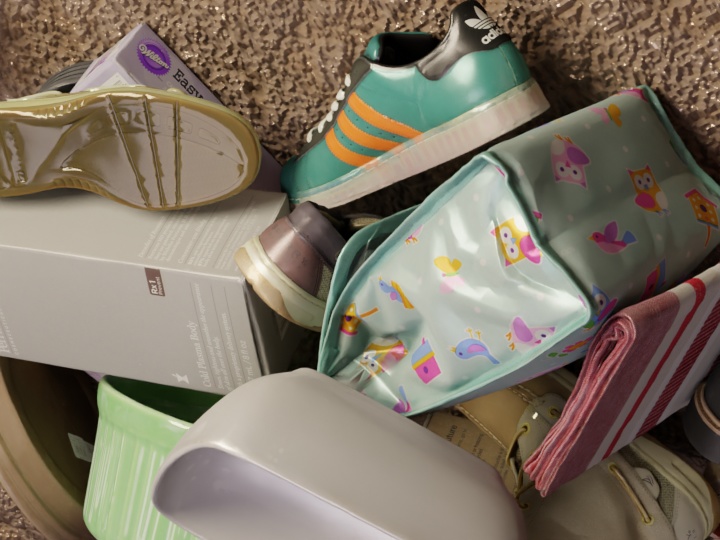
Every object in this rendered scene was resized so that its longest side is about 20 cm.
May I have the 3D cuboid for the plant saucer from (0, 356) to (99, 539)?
[{"bbox_3d":[-0.218,0.101,1.181,0.029,0.200,0.201,-27,117,7],"label":"plant saucer"}]

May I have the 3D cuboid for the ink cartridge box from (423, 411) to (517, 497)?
[{"bbox_3d":[0.092,0.200,1.094,0.164,0.200,0.075,12,134,17],"label":"ink cartridge box"}]

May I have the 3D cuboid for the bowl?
[{"bbox_3d":[-0.009,0.127,0.943,0.199,0.075,0.200,28,155,-6],"label":"bowl"}]

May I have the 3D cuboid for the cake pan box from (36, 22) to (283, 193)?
[{"bbox_3d":[-0.139,-0.041,1.103,0.200,0.052,0.184,45,130,-16],"label":"cake pan box"}]

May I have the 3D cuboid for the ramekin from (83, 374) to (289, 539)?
[{"bbox_3d":[-0.086,0.141,1.120,0.199,0.200,0.098,16,93,12],"label":"ramekin"}]

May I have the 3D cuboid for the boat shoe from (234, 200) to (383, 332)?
[{"bbox_3d":[0.000,0.000,1.002,0.065,0.200,0.072,-42,66,16],"label":"boat shoe"}]

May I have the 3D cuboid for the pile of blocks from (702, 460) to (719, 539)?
[{"bbox_3d":[0.250,0.142,1.067,0.082,0.062,0.201,9,132,19],"label":"pile of blocks"}]

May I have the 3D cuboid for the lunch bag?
[{"bbox_3d":[0.080,0.003,0.939,0.200,0.170,0.122,-40,79,44],"label":"lunch bag"}]

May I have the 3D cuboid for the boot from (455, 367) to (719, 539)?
[{"bbox_3d":[0.101,0.140,1.049,0.199,0.154,0.072,34,143,23],"label":"boot"}]

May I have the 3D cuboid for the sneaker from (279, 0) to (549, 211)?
[{"bbox_3d":[0.018,-0.094,0.978,0.199,0.071,0.080,-21,97,44],"label":"sneaker"}]

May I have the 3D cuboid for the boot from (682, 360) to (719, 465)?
[{"bbox_3d":[0.297,0.061,0.941,0.198,0.078,0.139,7,130,-16],"label":"boot"}]

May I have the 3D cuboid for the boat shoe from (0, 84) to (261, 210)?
[{"bbox_3d":[-0.149,-0.078,1.014,0.199,0.063,0.074,-2,111,18],"label":"boat shoe"}]

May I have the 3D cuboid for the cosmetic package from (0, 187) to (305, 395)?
[{"bbox_3d":[-0.139,0.004,1.049,0.198,0.090,0.107,5,133,18],"label":"cosmetic package"}]

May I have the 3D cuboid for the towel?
[{"bbox_3d":[0.180,0.036,0.927,0.023,0.199,0.144,47,140,23],"label":"towel"}]

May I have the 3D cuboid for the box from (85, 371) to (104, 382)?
[{"bbox_3d":[-0.224,0.008,1.166,0.039,0.042,0.200,-31,121,29],"label":"box"}]
